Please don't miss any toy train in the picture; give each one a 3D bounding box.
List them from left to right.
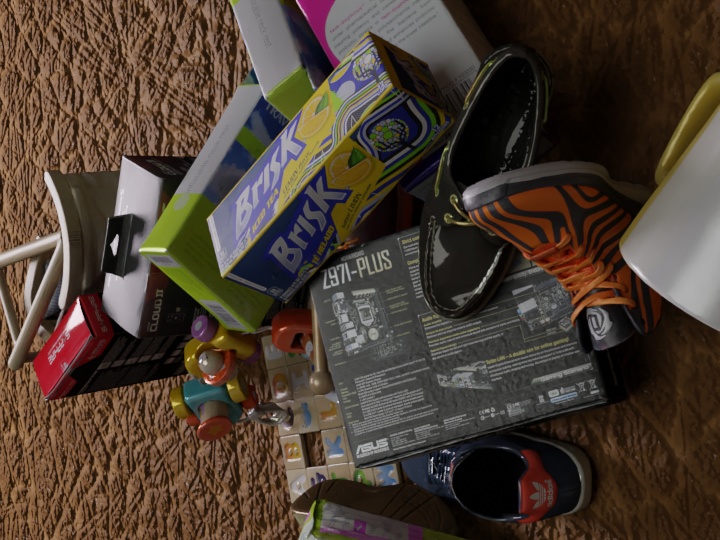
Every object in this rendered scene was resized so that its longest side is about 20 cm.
[{"bbox_3d":[-0.091,0.100,1.296,0.200,0.150,0.056,119,150,-44],"label":"toy train"}]

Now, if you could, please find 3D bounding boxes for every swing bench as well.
[{"bbox_3d":[-0.241,-0.007,1.423,0.200,0.199,0.130,-39,66,46],"label":"swing bench"}]

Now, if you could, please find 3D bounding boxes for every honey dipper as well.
[{"bbox_3d":[-0.038,0.007,1.222,0.038,0.038,0.201,6,101,49],"label":"honey dipper"}]

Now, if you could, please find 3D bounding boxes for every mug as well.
[{"bbox_3d":[0.248,-0.056,0.888,0.186,0.149,0.153,38,115,32],"label":"mug"}]

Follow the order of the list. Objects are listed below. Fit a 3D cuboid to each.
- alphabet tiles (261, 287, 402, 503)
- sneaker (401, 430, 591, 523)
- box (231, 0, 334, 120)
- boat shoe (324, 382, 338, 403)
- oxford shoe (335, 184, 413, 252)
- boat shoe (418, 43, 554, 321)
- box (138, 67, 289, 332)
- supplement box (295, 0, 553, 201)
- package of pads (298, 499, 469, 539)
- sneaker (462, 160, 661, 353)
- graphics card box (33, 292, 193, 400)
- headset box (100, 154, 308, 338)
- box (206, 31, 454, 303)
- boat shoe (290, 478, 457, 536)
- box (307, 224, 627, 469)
[{"bbox_3d":[-0.032,0.116,1.343,0.167,0.008,0.201,-16,83,50],"label":"alphabet tiles"},{"bbox_3d":[0.087,0.159,1.147,0.200,0.084,0.075,-2,94,50],"label":"sneaker"},{"bbox_3d":[-0.043,-0.172,1.175,0.048,0.122,0.200,-35,47,17],"label":"box"},{"bbox_3d":[0.040,0.085,1.201,0.199,0.073,0.068,-1,86,57],"label":"boat shoe"},{"bbox_3d":[0.000,0.000,1.185,0.071,0.073,0.201,-19,59,31],"label":"oxford shoe"},{"bbox_3d":[0.083,-0.060,0.994,0.072,0.061,0.202,16,98,8],"label":"boat shoe"},{"bbox_3d":[-0.091,-0.062,1.225,0.048,0.122,0.200,3,57,47],"label":"box"},{"bbox_3d":[0.048,-0.157,1.112,0.101,0.103,0.200,-35,67,17],"label":"supplement box"},{"bbox_3d":[0.034,0.280,1.150,0.068,0.199,0.155,-81,8,-70],"label":"package of pads"},{"bbox_3d":[0.148,-0.005,0.945,0.077,0.200,0.112,-19,72,42],"label":"sneaker"},{"bbox_3d":[-0.204,0.063,1.388,0.125,0.200,0.051,-48,60,43],"label":"graphics card box"},{"bbox_3d":[-0.140,-0.023,1.294,0.077,0.200,0.149,29,115,48],"label":"headset box"},{"bbox_3d":[-0.026,-0.071,1.038,0.200,0.064,0.070,-47,40,25],"label":"box"},{"bbox_3d":[0.018,0.230,1.258,0.200,0.073,0.063,4,122,55],"label":"boat shoe"},{"bbox_3d":[0.078,0.045,1.074,0.199,0.086,0.164,-18,80,18],"label":"box"}]
